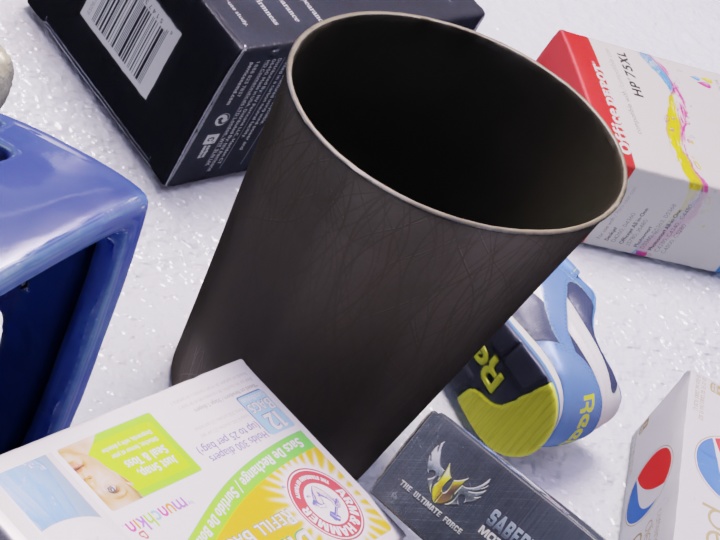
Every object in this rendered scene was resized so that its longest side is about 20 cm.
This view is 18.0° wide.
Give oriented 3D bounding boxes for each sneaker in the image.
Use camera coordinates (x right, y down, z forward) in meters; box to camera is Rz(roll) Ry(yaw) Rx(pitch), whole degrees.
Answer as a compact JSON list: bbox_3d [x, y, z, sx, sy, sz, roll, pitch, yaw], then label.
[{"bbox_3d":[0.074,0.010,1.214,0.082,0.074,0.201,0,56,-40],"label":"sneaker"}]

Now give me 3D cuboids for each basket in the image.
[{"bbox_3d":[0.000,0.000,1.057,0.179,0.201,0.137,3,46,-36],"label":"basket"}]

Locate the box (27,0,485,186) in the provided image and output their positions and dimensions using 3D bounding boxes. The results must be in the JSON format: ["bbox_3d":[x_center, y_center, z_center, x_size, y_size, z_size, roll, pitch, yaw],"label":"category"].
[{"bbox_3d":[-0.055,-0.145,1.254,0.199,0.105,0.148,-13,57,-45],"label":"box"}]

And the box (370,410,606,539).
[{"bbox_3d":[0.112,0.154,0.971,0.200,0.051,0.158,39,-3,34],"label":"box"}]

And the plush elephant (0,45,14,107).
[{"bbox_3d":[-0.229,-0.133,1.052,0.198,0.156,0.165,19,28,-14],"label":"plush elephant"}]

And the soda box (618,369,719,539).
[{"bbox_3d":[0.171,0.144,1.146,0.068,0.064,0.201,28,37,-9],"label":"soda box"}]

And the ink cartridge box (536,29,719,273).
[{"bbox_3d":[0.167,-0.072,1.376,0.198,0.067,0.117,11,43,-27],"label":"ink cartridge box"}]

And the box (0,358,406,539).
[{"bbox_3d":[-0.089,0.127,0.909,0.112,0.102,0.200,45,28,14],"label":"box"}]

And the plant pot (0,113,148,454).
[{"bbox_3d":[-0.227,0.026,0.867,0.179,0.201,0.200,38,36,16],"label":"plant pot"}]
